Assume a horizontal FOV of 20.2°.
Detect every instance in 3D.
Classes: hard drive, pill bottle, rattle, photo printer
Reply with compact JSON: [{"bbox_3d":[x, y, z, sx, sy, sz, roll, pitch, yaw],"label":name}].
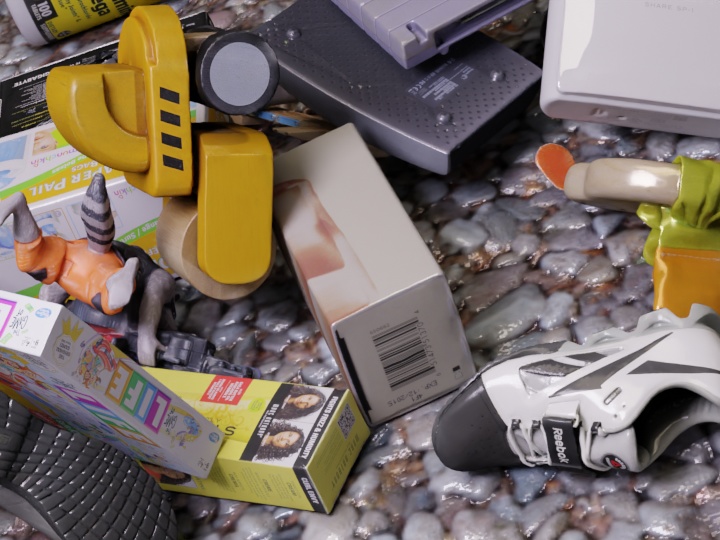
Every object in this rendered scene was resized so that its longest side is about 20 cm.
[{"bbox_3d":[0.025,-0.150,1.527,0.199,0.043,0.135,31,52,27],"label":"hard drive"},{"bbox_3d":[-0.227,-0.289,1.842,0.198,0.113,0.113,-20,38,4],"label":"pill bottle"},{"bbox_3d":[0.188,-0.014,1.392,0.129,0.144,0.199,-10,9,-39],"label":"rattle"},{"bbox_3d":[0.219,-0.203,1.460,0.165,0.069,0.202,8,76,-1],"label":"photo printer"}]

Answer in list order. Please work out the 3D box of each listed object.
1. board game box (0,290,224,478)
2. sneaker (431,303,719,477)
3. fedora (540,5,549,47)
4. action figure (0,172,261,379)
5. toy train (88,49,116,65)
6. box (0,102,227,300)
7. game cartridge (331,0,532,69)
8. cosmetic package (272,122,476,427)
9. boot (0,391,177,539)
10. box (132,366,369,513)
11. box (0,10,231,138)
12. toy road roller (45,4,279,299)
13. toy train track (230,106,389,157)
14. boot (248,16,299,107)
[{"bbox_3d":[-0.190,0.066,1.273,0.133,0.200,0.034,11,70,33],"label":"board game box"},{"bbox_3d":[0.138,0.092,1.253,0.198,0.074,0.089,-23,42,12],"label":"sneaker"},{"bbox_3d":[0.230,-0.229,1.568,0.198,0.091,0.178,-7,41,19],"label":"fedora"},{"bbox_3d":[-0.157,0.012,1.417,0.198,0.194,0.106,16,79,12],"label":"action figure"},{"bbox_3d":[-0.216,-0.139,1.578,0.046,0.034,0.200,-27,5,-13],"label":"toy train"},{"bbox_3d":[-0.193,-0.054,1.563,0.198,0.102,0.113,-16,38,8],"label":"box"},{"bbox_3d":[0.083,-0.234,1.536,0.199,0.039,0.130,-29,42,-15],"label":"game cartridge"},{"bbox_3d":[0.000,0.000,1.408,0.087,0.104,0.200,-24,37,-3],"label":"cosmetic package"},{"bbox_3d":[-0.218,0.132,1.323,0.068,0.200,0.130,-59,21,-19],"label":"boot"},{"bbox_3d":[-0.098,0.111,1.367,0.198,0.050,0.076,5,47,31],"label":"box"},{"bbox_3d":[-0.209,-0.129,1.700,0.198,0.050,0.160,-18,41,7],"label":"box"},{"bbox_3d":[-0.140,-0.082,1.403,0.145,0.202,0.123,-5,11,-18],"label":"toy road roller"},{"bbox_3d":[-0.041,-0.105,1.595,0.114,0.033,0.199,-6,16,-36],"label":"toy train track"},{"bbox_3d":[-0.003,-0.154,1.590,0.198,0.068,0.131,-16,36,-17],"label":"boot"}]
